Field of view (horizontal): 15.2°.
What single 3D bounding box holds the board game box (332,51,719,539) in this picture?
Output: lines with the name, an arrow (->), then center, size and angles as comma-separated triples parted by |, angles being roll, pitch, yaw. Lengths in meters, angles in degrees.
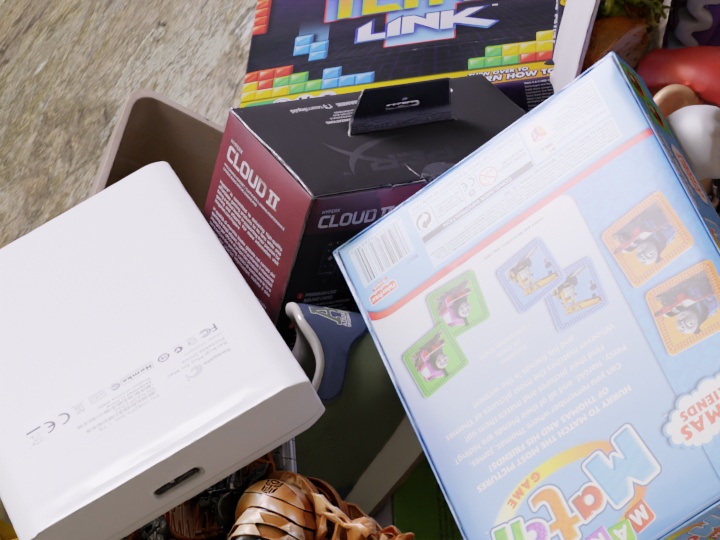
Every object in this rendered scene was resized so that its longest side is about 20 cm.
board game box -> 0.089, 0.032, 1.100 | 0.151, 0.037, 0.200 | -35, 56, 16

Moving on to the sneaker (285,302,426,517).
sneaker -> -0.049, 0.101, 1.179 | 0.200, 0.090, 0.067 | -55, 23, 3

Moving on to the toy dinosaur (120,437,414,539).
toy dinosaur -> -0.042, 0.125, 1.089 | 0.200, 0.102, 0.136 | 8, 81, 53

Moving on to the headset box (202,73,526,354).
headset box -> 0.000, 0.000, 1.252 | 0.075, 0.148, 0.200 | 47, 134, 37

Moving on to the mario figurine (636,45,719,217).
mario figurine -> 0.124, -0.015, 1.195 | 0.200, 0.106, 0.123 | -41, 20, -3

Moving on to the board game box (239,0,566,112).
board game box -> 0.042, -0.116, 1.429 | 0.199, 0.057, 0.165 | -7, 37, 8

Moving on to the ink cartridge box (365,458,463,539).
ink cartridge box -> -0.005, 0.188, 1.194 | 0.148, 0.076, 0.200 | -45, 26, 24

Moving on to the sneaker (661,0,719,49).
sneaker -> 0.201, -0.150, 1.261 | 0.081, 0.088, 0.200 | -78, 8, -48

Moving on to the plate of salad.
plate of salad -> 0.130, -0.150, 1.251 | 0.200, 0.048, 0.201 | 16, -90, -84

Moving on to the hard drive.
hard drive -> -0.107, 0.036, 1.151 | 0.132, 0.026, 0.200 | -30, 35, -4

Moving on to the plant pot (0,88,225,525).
plant pot -> -0.089, 0.063, 1.429 | 0.177, 0.200, 0.200 | -51, 17, 42

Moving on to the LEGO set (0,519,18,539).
LEGO set -> -0.162, 0.119, 1.660 | 0.153, 0.116, 0.200 | -24, 26, -2
